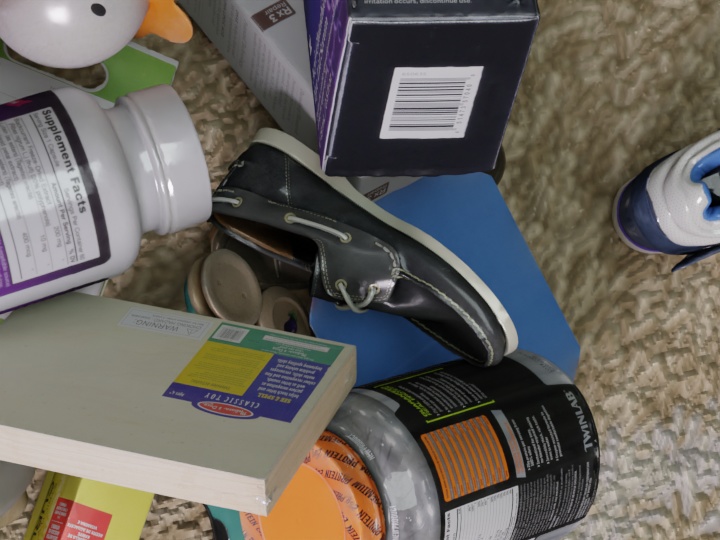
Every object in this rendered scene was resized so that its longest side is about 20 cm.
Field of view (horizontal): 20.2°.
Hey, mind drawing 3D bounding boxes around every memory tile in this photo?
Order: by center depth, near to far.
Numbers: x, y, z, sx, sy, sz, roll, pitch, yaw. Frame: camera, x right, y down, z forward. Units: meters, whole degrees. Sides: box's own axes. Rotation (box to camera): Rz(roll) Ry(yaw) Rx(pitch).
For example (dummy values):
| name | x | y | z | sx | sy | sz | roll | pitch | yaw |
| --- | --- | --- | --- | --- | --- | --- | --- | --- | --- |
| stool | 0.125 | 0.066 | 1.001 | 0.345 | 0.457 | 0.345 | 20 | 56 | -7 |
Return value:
| name | x | y | z | sx | sy | sz | roll | pitch | yaw |
| --- | --- | --- | --- | --- | --- | --- | --- | --- | --- |
| memory tile | -0.034 | 0.089 | 1.208 | 0.200 | 0.017 | 0.154 | 36 | 45 | -35 |

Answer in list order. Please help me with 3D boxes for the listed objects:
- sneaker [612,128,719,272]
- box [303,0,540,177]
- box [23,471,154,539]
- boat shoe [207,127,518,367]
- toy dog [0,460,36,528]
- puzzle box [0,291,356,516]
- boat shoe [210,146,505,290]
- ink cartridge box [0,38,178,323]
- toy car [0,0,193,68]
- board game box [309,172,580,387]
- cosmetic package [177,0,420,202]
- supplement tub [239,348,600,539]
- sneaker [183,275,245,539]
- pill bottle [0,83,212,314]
| name | x | y | z | sx | sy | sz | roll | pitch | yaw |
| --- | --- | --- | --- | --- | --- | --- | --- | --- | --- |
| sneaker | 0.269 | -0.063 | 1.304 | 0.199 | 0.146 | 0.081 | -18 | 89 | -15 |
| box | 0.026 | -0.175 | 1.133 | 0.104 | 0.148 | 0.201 | -2 | 59 | -9 |
| box | -0.163 | 0.149 | 1.205 | 0.050 | 0.075 | 0.201 | 23 | 80 | -22 |
| boat shoe | 0.000 | 0.000 | 1.170 | 0.200 | 0.072 | 0.068 | 35 | 64 | 12 |
| toy dog | -0.202 | 0.126 | 1.139 | 0.096 | 0.132 | 0.200 | -18 | 45 | 0 |
| puzzle box | -0.116 | 0.066 | 1.082 | 0.199 | 0.133 | 0.026 | 10 | 122 | 19 |
| boat shoe | -0.009 | -0.047 | 1.274 | 0.199 | 0.068 | 0.072 | -19 | 124 | -19 |
| ink cartridge box | -0.210 | -0.054 | 1.217 | 0.147 | 0.076 | 0.201 | 22 | 74 | -11 |
| toy car | -0.178 | -0.171 | 1.089 | 0.199 | 0.177 | 0.185 | 15 | 70 | -17 |
| board game box | 0.045 | 0.038 | 1.273 | 0.158 | 0.039 | 0.201 | -36 | 108 | -23 |
| cosmetic package | -0.021 | -0.144 | 1.234 | 0.101 | 0.074 | 0.200 | -31 | 67 | -22 |
| supplement tub | 0.034 | 0.119 | 1.151 | 0.200 | 0.122 | 0.123 | -11 | 87 | -45 |
| sneaker | -0.087 | 0.093 | 1.234 | 0.080 | 0.071 | 0.201 | -22 | 71 | 19 |
| pill bottle | -0.189 | -0.037 | 1.122 | 0.199 | 0.111 | 0.112 | -18 | 89 | -18 |
